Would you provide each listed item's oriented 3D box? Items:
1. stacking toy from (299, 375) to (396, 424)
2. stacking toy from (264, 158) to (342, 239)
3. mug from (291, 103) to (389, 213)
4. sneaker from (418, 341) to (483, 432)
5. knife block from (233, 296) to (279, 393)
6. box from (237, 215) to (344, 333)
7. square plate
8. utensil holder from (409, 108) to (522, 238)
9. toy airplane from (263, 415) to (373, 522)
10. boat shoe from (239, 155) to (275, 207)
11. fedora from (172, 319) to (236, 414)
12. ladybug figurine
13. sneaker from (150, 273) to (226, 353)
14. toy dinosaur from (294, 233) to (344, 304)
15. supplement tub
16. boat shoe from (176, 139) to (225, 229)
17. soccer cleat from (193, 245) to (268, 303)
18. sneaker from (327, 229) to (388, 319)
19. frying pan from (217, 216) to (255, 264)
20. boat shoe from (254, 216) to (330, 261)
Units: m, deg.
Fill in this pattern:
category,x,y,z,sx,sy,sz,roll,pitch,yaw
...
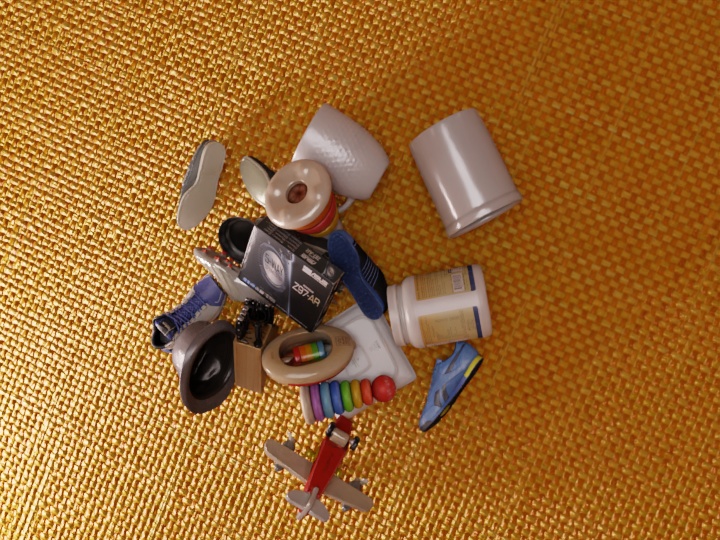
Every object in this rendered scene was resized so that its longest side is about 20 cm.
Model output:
category,x,y,z,sx,sy,sz,roll,pitch,yaw
stacking toy,-0.023,0.254,1.686,0.195,0.085,0.088,-13,89,2
stacking toy,-0.092,-0.114,1.648,0.142,0.200,0.150,-10,63,19
mug,-0.045,-0.210,1.686,0.173,0.148,0.202,31,116,0
sneaker,0.170,0.236,1.693,0.078,0.066,0.202,36,95,18
knife block,-0.226,0.157,1.688,0.062,0.175,0.205,15,93,8
box,-0.143,0.010,1.645,0.198,0.044,0.162,36,135,8
square plate,-0.011,0.188,1.732,0.195,0.028,0.203,-30,87,8
utensil holder,0.205,-0.192,1.631,0.167,0.170,0.204,-27,85,7
toy airplane,-0.084,0.420,1.687,0.195,0.141,0.205,-14,77,-20
boat shoe,-0.181,-0.171,1.743,0.199,0.067,0.073,43,126,18
fedora,-0.334,0.188,1.722,0.089,0.175,0.205,24,120,30
ladybug figurine,-0.103,0.180,1.677,0.194,0.073,0.138,-10,45,-4
sneaker,-0.374,0.103,1.739,0.081,0.115,0.200,44,96,4
toy dinosaur,-0.121,-0.006,1.687,0.197,0.077,0.104,30,123,2
supplement tub,0.158,0.075,1.649,0.194,0.144,0.149,-10,89,8
boat shoe,-0.350,-0.188,1.773,0.062,0.072,0.204,35,105,49
soccer cleat,-0.277,0.020,1.746,0.197,0.069,0.079,31,106,1
sneaker,0.000,0.000,1.686,0.069,0.078,0.203,-20,104,29
frying pan,-0.214,-0.059,1.735,0.185,0.031,0.117,10,123,14
boat shoe,-0.131,-0.065,1.742,0.197,0.057,0.068,27,130,11
